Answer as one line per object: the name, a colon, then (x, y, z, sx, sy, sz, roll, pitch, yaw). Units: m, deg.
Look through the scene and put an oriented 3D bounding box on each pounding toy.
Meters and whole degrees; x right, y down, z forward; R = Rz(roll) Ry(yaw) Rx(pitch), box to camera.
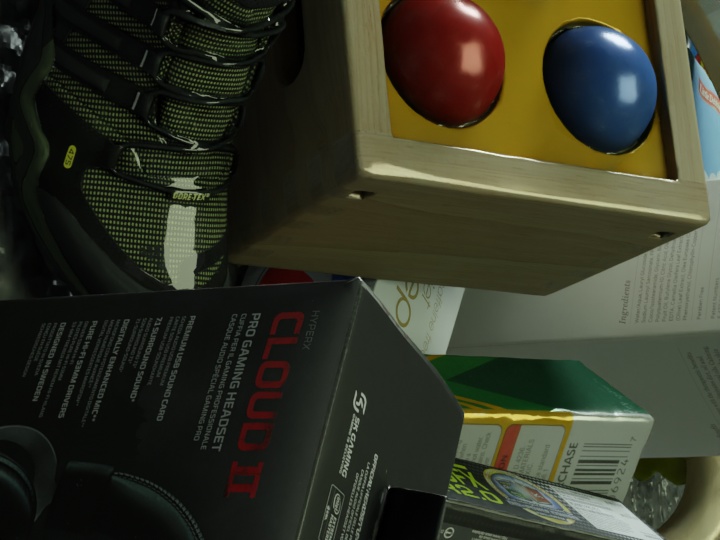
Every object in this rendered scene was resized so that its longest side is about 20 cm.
pounding toy: (0.029, -0.112, 0.707, 0.184, 0.142, 0.201, 6, 71, -33)

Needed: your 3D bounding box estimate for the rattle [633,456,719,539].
rattle: (0.108, 0.137, 1.015, 0.130, 0.143, 0.201, 24, 78, -23)

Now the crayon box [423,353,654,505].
crayon box: (0.000, 0.095, 0.699, 0.199, 0.052, 0.126, 4, 112, -36)

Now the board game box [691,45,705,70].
board game box: (0.261, -0.058, 1.294, 0.200, 0.056, 0.197, 4, 83, -61)

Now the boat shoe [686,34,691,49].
boat shoe: (0.138, -0.206, 1.082, 0.075, 0.062, 0.201, -30, 111, -50)

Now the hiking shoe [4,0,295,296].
hiking shoe: (-0.065, -0.076, 0.641, 0.076, 0.101, 0.201, -4, 86, -40)

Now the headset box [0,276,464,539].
headset box: (-0.069, 0.086, 0.521, 0.077, 0.199, 0.149, 51, 44, -46)

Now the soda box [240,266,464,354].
soda box: (0.000, 0.000, 0.796, 0.064, 0.068, 0.200, 57, 39, -40)

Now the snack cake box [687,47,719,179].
snack cake box: (0.090, -0.088, 0.924, 0.200, 0.115, 0.067, 39, 53, -53)

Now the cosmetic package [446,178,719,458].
cosmetic package: (0.112, 0.026, 0.860, 0.108, 0.199, 0.085, 53, 43, -48)

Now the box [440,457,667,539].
box: (0.001, 0.140, 0.661, 0.200, 0.044, 0.161, 17, 105, -38)

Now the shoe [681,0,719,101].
shoe: (0.197, -0.081, 0.906, 0.201, 0.053, 0.070, 66, 12, 18)
